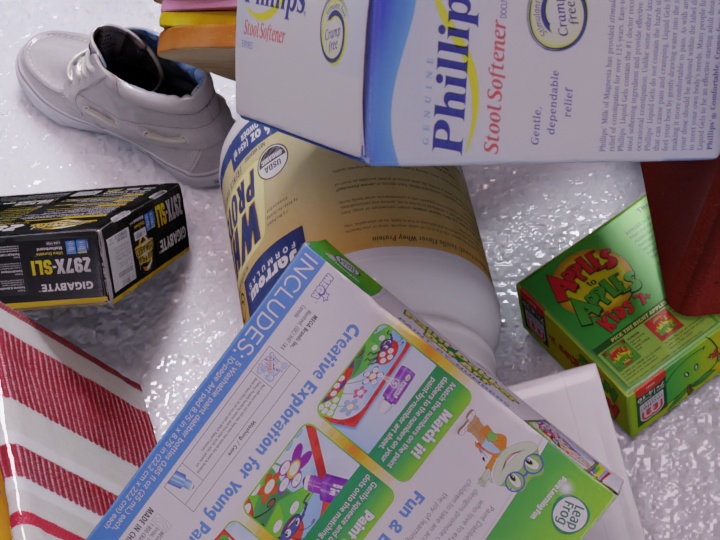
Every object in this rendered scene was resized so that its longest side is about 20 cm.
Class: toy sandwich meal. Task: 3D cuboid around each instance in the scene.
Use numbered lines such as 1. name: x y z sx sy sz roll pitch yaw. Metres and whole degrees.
1. toy sandwich meal: -0.027 -0.135 1.123 0.204 0.205 0.071 12 79 20

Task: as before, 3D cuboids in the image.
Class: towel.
1. towel: -0.150 0.121 0.992 0.023 0.144 0.201 -31 51 17

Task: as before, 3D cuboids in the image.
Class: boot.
1. boot: -0.160 -0.133 1.201 0.199 0.096 0.074 26 64 27

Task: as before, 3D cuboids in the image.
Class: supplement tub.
1. supplement tub: 0.000 0.000 1.040 0.144 0.145 0.201 -14 53 2

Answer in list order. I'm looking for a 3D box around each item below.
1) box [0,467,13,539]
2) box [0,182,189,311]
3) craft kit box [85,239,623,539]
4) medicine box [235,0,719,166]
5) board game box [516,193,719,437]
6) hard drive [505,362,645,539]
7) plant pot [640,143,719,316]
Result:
1. box: -0.178 0.188 0.963 0.041 0.119 0.201 -14 54 2
2. box: -0.220 -0.012 1.099 0.199 0.050 0.160 -4 13 11
3. craft kit box: -0.005 0.122 0.918 0.197 0.048 0.200 40 101 10
4. medicine box: 0.058 -0.117 0.934 0.199 0.104 0.182 -3 12 -23
5. board game box: 0.200 -0.003 1.057 0.200 0.048 0.102 -34 55 -13
6. hard drive: 0.045 0.139 0.966 0.199 0.027 0.133 -16 87 1
7. plant pot: 0.254 -0.111 0.971 0.199 0.176 0.201 -7 65 0
